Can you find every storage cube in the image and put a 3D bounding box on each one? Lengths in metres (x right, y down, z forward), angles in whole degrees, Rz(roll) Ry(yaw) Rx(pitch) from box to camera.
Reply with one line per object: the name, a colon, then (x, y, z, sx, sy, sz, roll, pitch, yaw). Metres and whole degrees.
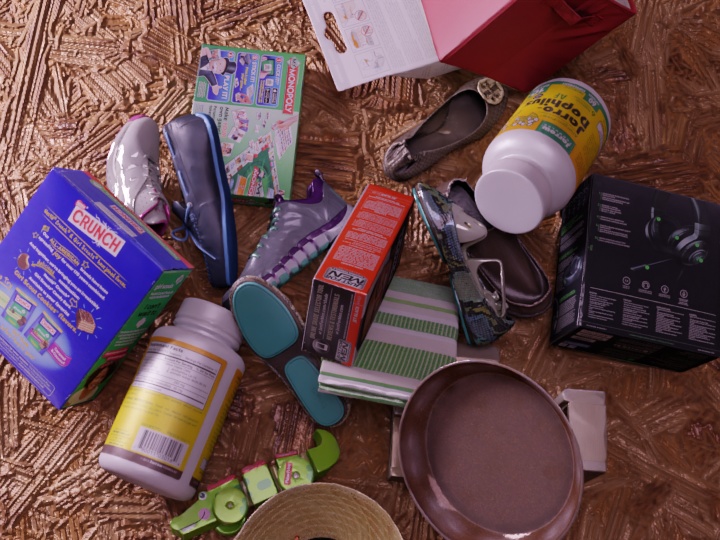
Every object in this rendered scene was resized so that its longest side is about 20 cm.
storage cube: (0.188, -0.346, 1.168, 0.170, 0.179, 0.202, 7, 61, -42)

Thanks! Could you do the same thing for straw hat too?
straw hat: (-0.046, 0.323, 1.014, 0.199, 0.085, 0.203, 0, 73, 1)

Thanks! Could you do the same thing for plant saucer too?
plant saucer: (0.129, 0.183, 0.958, 0.201, 0.200, 0.034, 54, 33, 13)

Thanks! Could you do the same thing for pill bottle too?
pill bottle: (0.209, -0.132, 1.137, 0.112, 0.113, 0.200, 34, 48, 7)
pill bottle: (-0.194, 0.136, 1.052, 0.108, 0.109, 0.201, 20, 71, 3)

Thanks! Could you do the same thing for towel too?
towel: (0.034, 0.074, 1.084, 0.151, 0.024, 0.201, 11, 37, -1)

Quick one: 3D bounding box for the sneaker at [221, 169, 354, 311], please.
sneaker: (-0.097, -0.032, 1.133, 0.200, 0.074, 0.088, -39, 89, -25)

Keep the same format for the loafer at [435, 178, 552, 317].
loafer: (0.151, -0.028, 1.154, 0.073, 0.071, 0.200, -39, 79, -15)

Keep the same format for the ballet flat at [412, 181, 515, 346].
ballet flat: (0.123, -0.015, 1.113, 0.074, 0.074, 0.201, -23, 96, -12)

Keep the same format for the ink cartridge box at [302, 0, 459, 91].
ink cartridge box: (0.038, -0.316, 1.257, 0.199, 0.047, 0.161, -19, 75, -9)

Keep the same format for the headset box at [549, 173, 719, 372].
headset box: (0.323, -0.002, 1.138, 0.173, 0.093, 0.202, 11, 71, -8)

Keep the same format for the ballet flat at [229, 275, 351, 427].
ballet flat: (-0.076, 0.083, 1.077, 0.068, 0.075, 0.201, -32, 105, 12)

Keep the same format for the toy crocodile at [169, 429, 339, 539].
toy crocodile: (-0.111, 0.233, 1.049, 0.199, 0.068, 0.062, -22, 69, -14)

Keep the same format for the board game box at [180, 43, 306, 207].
board game box: (-0.142, -0.179, 1.204, 0.133, 0.029, 0.202, 6, 71, -3)

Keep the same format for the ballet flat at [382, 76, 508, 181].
ballet flat: (0.109, -0.181, 1.215, 0.199, 0.046, 0.068, -36, 78, -15)

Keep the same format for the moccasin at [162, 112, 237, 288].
moccasin: (-0.185, -0.078, 1.131, 0.068, 0.080, 0.202, -9, 90, 2)

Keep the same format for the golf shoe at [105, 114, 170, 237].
golf shoe: (-0.251, -0.084, 1.129, 0.091, 0.075, 0.202, 3, 76, 26)

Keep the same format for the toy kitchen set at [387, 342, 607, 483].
toy kitchen set: (0.139, 0.139, 1.040, 0.198, 0.181, 0.165, 5, 70, -2)

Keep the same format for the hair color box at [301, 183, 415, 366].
hair color box: (0.000, 0.000, 1.067, 0.061, 0.102, 0.200, 18, 38, 8)

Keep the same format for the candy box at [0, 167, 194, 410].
candy box: (-0.309, 0.018, 1.057, 0.169, 0.077, 0.200, 42, 104, 9)
